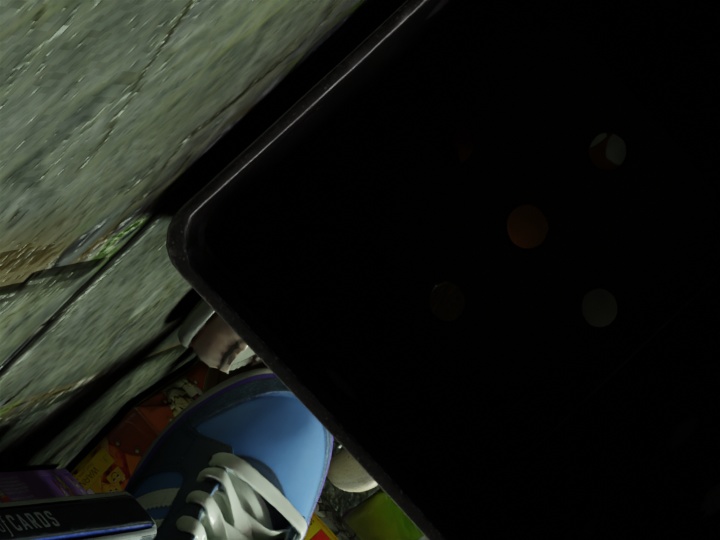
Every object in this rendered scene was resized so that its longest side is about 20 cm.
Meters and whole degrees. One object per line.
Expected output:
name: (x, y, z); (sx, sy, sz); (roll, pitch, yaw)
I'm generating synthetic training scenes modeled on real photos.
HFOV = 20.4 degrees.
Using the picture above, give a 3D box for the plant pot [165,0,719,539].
plant pot: (0.072, -0.010, 0.674); (0.199, 0.200, 0.177); (-43, -174, 0)

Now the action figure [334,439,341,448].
action figure: (-0.043, 0.102, 1.211); (0.119, 0.102, 0.200); (-55, 171, 12)

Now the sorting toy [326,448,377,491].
sorting toy: (0.067, 0.040, 0.966); (0.185, 0.037, 0.200); (-35, 175, 3)

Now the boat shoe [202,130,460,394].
boat shoe: (0.000, 0.015, 0.970); (0.200, 0.072, 0.065); (-47, 176, -22)

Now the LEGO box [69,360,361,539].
LEGO box: (-0.102, 0.168, 0.981); (0.200, 0.149, 0.077); (-45, 175, 27)

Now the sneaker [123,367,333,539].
sneaker: (-0.056, 0.126, 0.761); (0.200, 0.081, 0.146); (-50, -161, -16)

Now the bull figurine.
bull figurine: (0.090, -0.036, 0.834); (0.121, 0.065, 0.201); (-47, -145, 19)

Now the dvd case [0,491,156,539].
dvd case: (-0.161, 0.135, 0.647); (0.150, 0.025, 0.200); (-48, 161, 12)

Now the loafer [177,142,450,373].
loafer: (0.000, 0.000, 0.856); (0.072, 0.063, 0.200); (-45, 175, 36)

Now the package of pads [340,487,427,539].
package of pads: (0.074, 0.104, 0.996); (0.154, 0.068, 0.200); (-32, 175, -20)

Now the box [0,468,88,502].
box: (-0.172, 0.140, 0.806); (0.137, 0.039, 0.200); (-44, 175, -2)

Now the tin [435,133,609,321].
tin: (0.102, -0.019, 1.027); (0.112, 0.042, 0.200); (-33, 169, -33)
